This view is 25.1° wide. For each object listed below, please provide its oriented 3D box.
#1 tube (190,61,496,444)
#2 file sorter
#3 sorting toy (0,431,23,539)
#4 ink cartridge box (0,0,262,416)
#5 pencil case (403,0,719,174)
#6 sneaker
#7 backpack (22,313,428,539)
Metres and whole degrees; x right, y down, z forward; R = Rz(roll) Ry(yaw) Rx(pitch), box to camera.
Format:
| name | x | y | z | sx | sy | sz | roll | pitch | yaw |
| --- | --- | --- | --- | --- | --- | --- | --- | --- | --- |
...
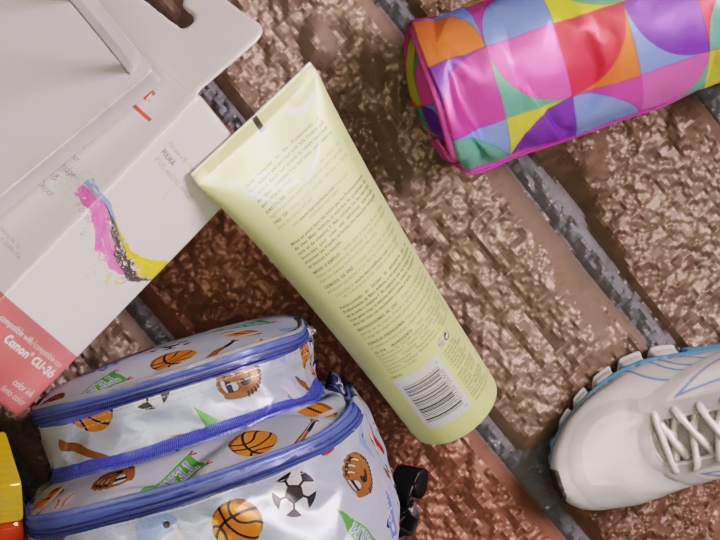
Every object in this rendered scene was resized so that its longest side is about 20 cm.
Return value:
| name | x | y | z | sx | sy | sz | roll | pitch | yaw |
| --- | --- | --- | --- | --- | --- | --- | --- | --- | --- |
| tube | 0.000 | 0.000 | 0.774 | 0.052 | 0.058 | 0.200 | -18 | 126 | 26 |
| file sorter | -0.210 | -0.128 | 0.683 | 0.139 | 0.125 | 0.200 | -39 | 69 | -2 |
| sorting toy | -0.178 | 0.135 | 0.734 | 0.036 | 0.200 | 0.187 | -5 | 100 | -20 |
| ink cartridge box | -0.131 | -0.048 | 0.748 | 0.200 | 0.068 | 0.116 | -46 | 54 | -5 |
| pencil case | 0.121 | -0.109 | 0.792 | 0.199 | 0.088 | 0.089 | -16 | 98 | -1 |
| sneaker | 0.190 | 0.069 | 0.817 | 0.199 | 0.087 | 0.075 | -25 | 100 | -1 |
| backpack | -0.068 | 0.105 | 0.744 | 0.199 | 0.191 | 0.155 | -23 | 101 | -3 |
